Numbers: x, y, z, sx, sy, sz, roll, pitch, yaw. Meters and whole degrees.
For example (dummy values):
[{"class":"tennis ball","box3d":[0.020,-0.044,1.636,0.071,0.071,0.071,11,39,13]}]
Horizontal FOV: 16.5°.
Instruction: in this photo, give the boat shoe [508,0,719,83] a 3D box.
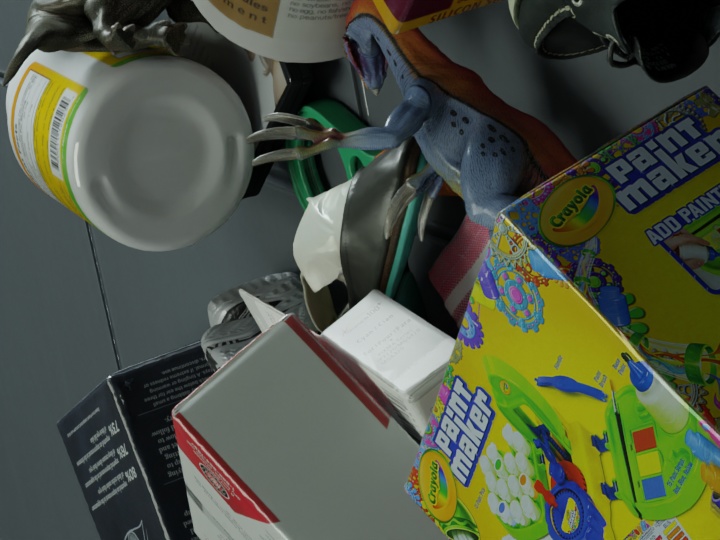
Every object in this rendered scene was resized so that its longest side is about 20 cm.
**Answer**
[{"class":"boat shoe","box3d":[0.123,-0.111,1.001,0.199,0.074,0.067,-29,69,57]}]

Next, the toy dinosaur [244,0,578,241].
[{"class":"toy dinosaur","box3d":[0.055,-0.059,1.161,0.105,0.199,0.183,53,-157,-68]}]

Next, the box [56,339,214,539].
[{"class":"box","box3d":[-0.108,0.161,1.656,0.201,0.104,0.148,68,156,6]}]

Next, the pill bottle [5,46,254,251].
[{"class":"pill bottle","box3d":[-0.146,-0.085,1.483,0.200,0.110,0.112,-151,47,-64]}]

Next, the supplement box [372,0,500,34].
[{"class":"supplement box","box3d":[0.064,-0.197,1.018,0.086,0.110,0.200,61,154,20]}]

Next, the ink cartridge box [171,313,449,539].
[{"class":"ink cartridge box","box3d":[-0.017,0.130,1.278,0.144,0.084,0.200,46,164,16]}]

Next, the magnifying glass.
[{"class":"magnifying glass","box3d":[0.008,-0.055,1.359,0.200,0.022,0.080,7,113,66]}]

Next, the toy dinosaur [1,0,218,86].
[{"class":"toy dinosaur","box3d":[-0.139,-0.153,1.403,0.102,0.200,0.077,13,144,40]}]

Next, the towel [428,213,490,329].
[{"class":"towel","box3d":[0.099,0.048,1.221,0.201,0.030,0.147,61,155,22]}]

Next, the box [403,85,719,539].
[{"class":"box","box3d":[0.137,0.075,1.002,0.193,0.122,0.201,47,148,21]}]

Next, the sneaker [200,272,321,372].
[{"class":"sneaker","box3d":[-0.042,0.072,1.454,0.200,0.075,0.116,-118,9,-79]}]

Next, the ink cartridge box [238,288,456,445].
[{"class":"ink cartridge box","box3d":[0.034,0.096,1.295,0.176,0.045,0.201,31,155,54]}]

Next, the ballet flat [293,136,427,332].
[{"class":"ballet flat","box3d":[0.000,0.000,1.303,0.201,0.068,0.068,90,-166,-53]}]

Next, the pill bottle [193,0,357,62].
[{"class":"pill bottle","box3d":[-0.019,-0.204,1.188,0.115,0.114,0.201,58,153,27]}]

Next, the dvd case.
[{"class":"dvd case","box3d":[-0.083,-0.161,1.457,0.143,0.017,0.201,120,132,-60]}]
